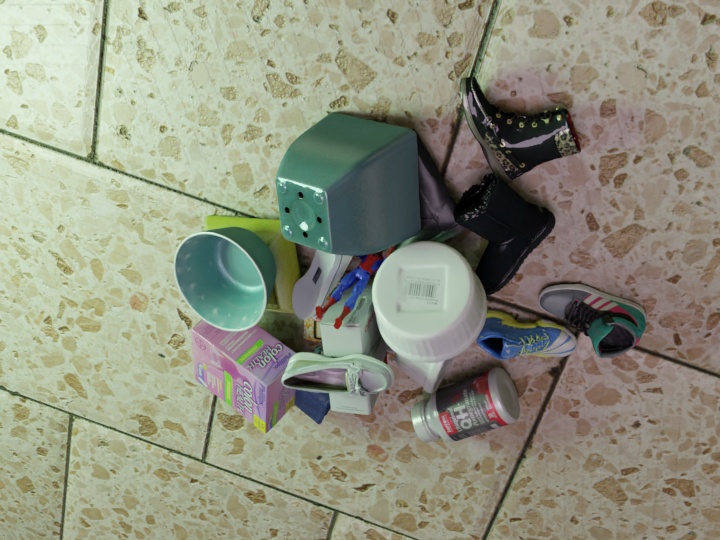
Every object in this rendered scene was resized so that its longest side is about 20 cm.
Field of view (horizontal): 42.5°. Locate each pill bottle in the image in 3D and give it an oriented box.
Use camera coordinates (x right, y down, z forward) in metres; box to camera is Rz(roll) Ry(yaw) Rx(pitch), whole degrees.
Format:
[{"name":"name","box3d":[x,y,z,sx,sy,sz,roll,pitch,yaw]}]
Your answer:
[{"name":"pill bottle","box3d":[0.204,0.273,1.827,0.199,0.111,0.111,-24,111,25]}]

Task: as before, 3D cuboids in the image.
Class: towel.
[{"name":"towel","box3d":[-0.136,0.218,1.888,0.199,0.049,0.112,40,146,11]}]

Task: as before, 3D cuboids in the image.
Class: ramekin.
[{"name":"ramekin","box3d":[0.114,0.048,1.592,0.198,0.203,0.098,1,157,14]},{"name":"ramekin","box3d":[0.139,0.117,1.713,0.094,0.202,0.204,27,123,11]}]

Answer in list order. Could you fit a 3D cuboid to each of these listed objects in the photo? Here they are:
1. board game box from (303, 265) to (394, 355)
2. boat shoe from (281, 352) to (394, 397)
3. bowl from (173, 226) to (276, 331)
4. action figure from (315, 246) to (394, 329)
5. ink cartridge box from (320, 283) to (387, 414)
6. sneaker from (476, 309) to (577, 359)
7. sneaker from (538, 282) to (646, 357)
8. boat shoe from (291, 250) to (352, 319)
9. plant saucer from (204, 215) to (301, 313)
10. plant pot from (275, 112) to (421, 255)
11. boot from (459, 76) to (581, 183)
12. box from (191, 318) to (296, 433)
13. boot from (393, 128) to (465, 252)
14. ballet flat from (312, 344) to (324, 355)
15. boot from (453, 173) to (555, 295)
[{"name":"board game box","box3d":[-0.012,0.079,1.812,0.198,0.046,0.153,9,121,10]},{"name":"boat shoe","box3d":[-0.040,0.191,1.644,0.200,0.065,0.075,7,122,14]},{"name":"bowl","box3d":[-0.234,-0.001,1.709,0.199,0.105,0.203,14,123,22]},{"name":"action figure","box3d":[0.000,0.000,1.641,0.065,0.200,0.099,30,146,12]},{"name":"ink cartridge box","box3d":[-0.008,0.143,1.734,0.082,0.146,0.202,4,121,16]},{"name":"sneaker","box3d":[0.303,0.140,1.727,0.198,0.105,0.076,11,122,9]},{"name":"sneaker","box3d":[0.414,0.095,1.662,0.198,0.121,0.084,13,122,8]},{"name":"boat shoe","box3d":[-0.065,0.015,1.727,0.071,0.069,0.201,53,135,28]},{"name":"plant saucer","box3d":[-0.213,-0.002,1.794,0.198,0.048,0.202,5,119,26]},{"name":"plant pot","box3d":[-0.034,-0.130,1.571,0.194,0.199,0.198,18,127,35]},{"name":"boot","box3d":[0.263,-0.251,1.531,0.152,0.074,0.205,-17,121,26]},{"name":"box","box3d":[-0.229,0.192,1.833,0.199,0.097,0.177,33,144,18]},{"name":"boot","box3d":[0.079,-0.132,1.655,0.164,0.066,0.201,-29,109,26]},{"name":"ballet flat","box3d":[-0.041,0.213,1.884,0.071,0.073,0.201,-14,135,22]},{"name":"boot","box3d":[0.221,-0.064,1.618,0.167,0.077,0.200,25,119,-29]}]
